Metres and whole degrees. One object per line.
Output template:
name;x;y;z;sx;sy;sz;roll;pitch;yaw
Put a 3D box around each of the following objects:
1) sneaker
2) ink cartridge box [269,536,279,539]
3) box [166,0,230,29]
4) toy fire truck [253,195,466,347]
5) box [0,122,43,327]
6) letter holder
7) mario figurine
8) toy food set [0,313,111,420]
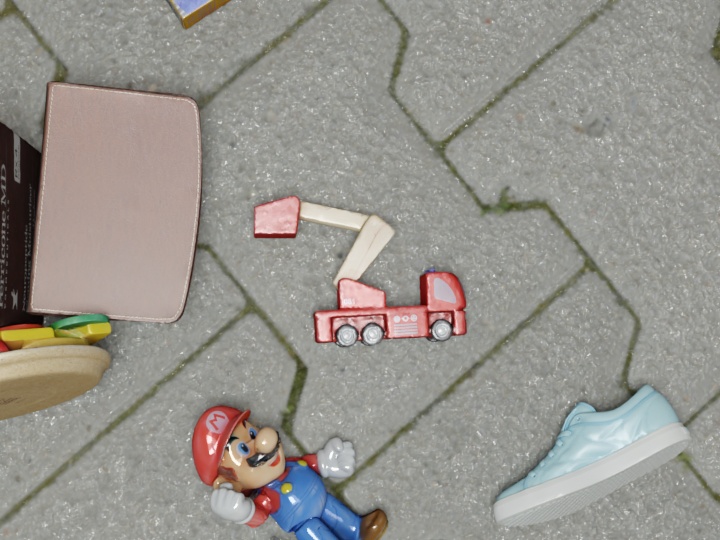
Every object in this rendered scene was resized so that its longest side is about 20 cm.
sneaker;0.208;0.174;1.036;0.198;0.074;0.083;-25;59;-1
ink cartridge box;-0.033;0.354;0.962;0.199;0.129;0.126;36;84;-1
box;-0.119;-0.337;1.045;0.199;0.041;0.120;-34;90;-4
toy fire truck;0.000;0.000;1.028;0.197;0.049;0.143;-3;86;-5
box;-0.366;-0.033;0.922;0.162;0.200;0.168;1;87;-5
letter holder;-0.214;-0.055;0.989;0.140;0.101;0.203;4;86;-7
mario figurine;-0.063;0.190;0.977;0.199;0.123;0.106;38;93;-4
toy food set;-0.307;0.089;0.922;0.196;0.199;0.049;-3;71;-43
